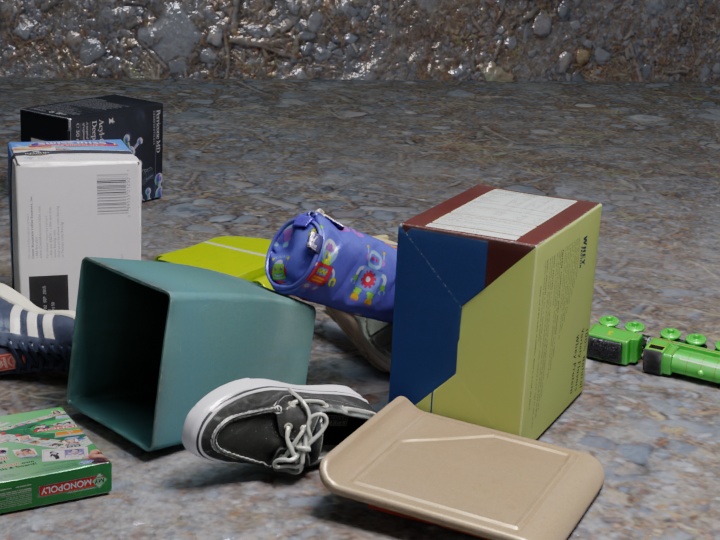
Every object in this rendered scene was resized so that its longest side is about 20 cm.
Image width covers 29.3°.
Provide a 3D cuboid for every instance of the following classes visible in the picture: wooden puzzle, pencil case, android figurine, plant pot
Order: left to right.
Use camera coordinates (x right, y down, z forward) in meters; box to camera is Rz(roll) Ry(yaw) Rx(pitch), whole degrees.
[{"bbox_3d":[-0.147,0.069,1.290,0.199,0.143,0.141,-3,15,-44],"label":"plant pot"},{"bbox_3d":[-0.163,-0.001,1.692,0.181,0.041,0.200,12,19,30],"label":"android figurine"},{"bbox_3d":[0.000,0.000,1.351,0.199,0.088,0.078,18,4,-41],"label":"pencil case"},{"bbox_3d":[0.087,0.174,1.143,0.198,0.038,0.185,17,21,20],"label":"wooden puzzle"}]

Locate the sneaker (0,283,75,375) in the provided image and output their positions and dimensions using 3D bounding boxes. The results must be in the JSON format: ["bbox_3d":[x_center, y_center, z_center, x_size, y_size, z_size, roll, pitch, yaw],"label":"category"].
[{"bbox_3d":[-0.327,0.079,1.364,0.199,0.076,0.084,16,39,30],"label":"sneaker"}]

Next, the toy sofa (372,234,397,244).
[{"bbox_3d":[0.053,0.023,1.567,0.097,0.084,0.199,-10,20,-40],"label":"toy sofa"}]

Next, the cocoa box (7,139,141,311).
[{"bbox_3d":[-0.310,-0.033,1.490,0.132,0.202,0.131,-3,16,-17],"label":"cocoa box"}]

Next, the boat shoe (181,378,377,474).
[{"bbox_3d":[-0.057,0.139,1.177,0.198,0.074,0.068,9,14,-44],"label":"boat shoe"}]

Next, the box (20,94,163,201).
[{"bbox_3d":[-0.397,-0.172,2.049,0.106,0.150,0.199,13,20,31],"label":"box"}]

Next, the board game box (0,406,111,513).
[{"bbox_3d":[-0.321,0.162,1.133,0.198,0.029,0.134,-7,18,-28],"label":"board game box"}]

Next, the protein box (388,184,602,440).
[{"bbox_3d":[0.129,0.040,1.310,0.134,0.201,0.200,10,18,24],"label":"protein box"}]

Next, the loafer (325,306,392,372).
[{"bbox_3d":[0.018,0.060,1.467,0.071,0.063,0.200,-24,44,-22],"label":"loafer"}]

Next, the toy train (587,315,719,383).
[{"bbox_3d":[0.332,0.089,1.464,0.198,0.042,0.056,12,29,30],"label":"toy train"}]
